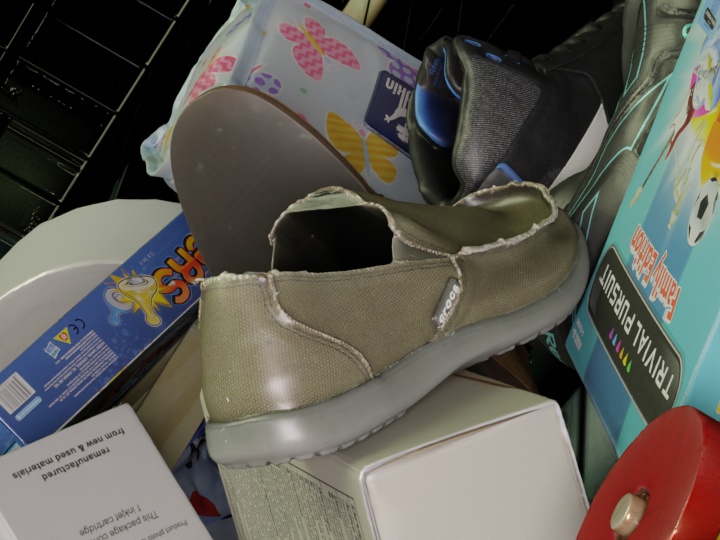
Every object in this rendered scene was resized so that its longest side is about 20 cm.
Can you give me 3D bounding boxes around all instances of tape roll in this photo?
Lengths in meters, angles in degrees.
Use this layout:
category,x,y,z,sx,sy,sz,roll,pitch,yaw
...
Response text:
category,x,y,z,sx,sy,sz,roll,pitch,yaw
tape roll,-0.114,0.066,1.279,0.203,0.202,0.071,-54,13,27

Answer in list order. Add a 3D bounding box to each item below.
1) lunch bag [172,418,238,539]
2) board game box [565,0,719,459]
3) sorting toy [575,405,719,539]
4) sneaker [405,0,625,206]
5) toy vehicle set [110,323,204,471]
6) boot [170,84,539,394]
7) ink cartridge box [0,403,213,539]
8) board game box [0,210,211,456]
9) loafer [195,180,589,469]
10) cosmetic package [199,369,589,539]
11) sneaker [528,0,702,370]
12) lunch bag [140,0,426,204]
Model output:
category,x,y,z,sx,sy,sz,roll,pitch,yaw
lunch bag,-0.097,0.177,1.143,0.170,0.123,0.201,-43,30,51
board game box,0.131,-0.035,0.778,0.151,0.047,0.201,-104,34,-73
sorting toy,0.077,0.135,0.636,0.201,0.069,0.199,-59,12,9
sneaker,0.082,-0.083,1.024,0.073,0.112,0.201,-46,18,46
toy vehicle set,-0.137,0.119,1.106,0.200,0.026,0.124,-44,11,43
boot,0.000,0.000,0.972,0.073,0.200,0.076,-34,19,23
ink cartridge box,-0.094,0.177,0.933,0.084,0.200,0.145,-22,-18,-40
board game box,-0.120,0.043,1.048,0.135,0.034,0.200,-45,0,45
loafer,0.013,0.001,0.821,0.075,0.070,0.200,-10,12,33
cosmetic package,0.012,0.089,0.849,0.073,0.104,0.200,-19,11,-17
sneaker,0.124,-0.048,0.904,0.201,0.075,0.079,-66,21,12
lunch bag,-0.007,-0.049,1.178,0.127,0.169,0.200,-56,9,5
